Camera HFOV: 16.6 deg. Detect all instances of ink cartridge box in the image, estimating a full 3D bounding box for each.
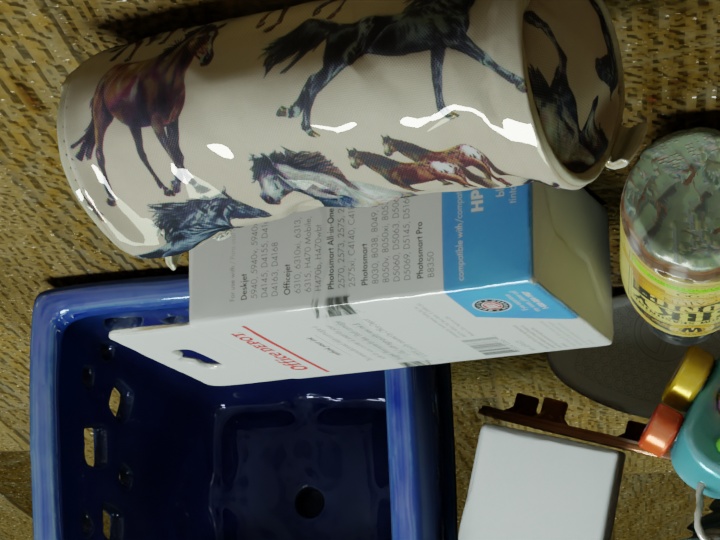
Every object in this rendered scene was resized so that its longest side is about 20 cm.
[{"bbox_3d":[0.000,0.000,1.091,0.200,0.067,0.116,-7,163,21],"label":"ink cartridge box"}]

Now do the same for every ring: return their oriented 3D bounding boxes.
[{"bbox_3d":[0.160,0.090,1.278,0.200,0.019,0.200,14,177,1],"label":"ring"}]

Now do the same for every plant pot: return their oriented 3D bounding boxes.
[{"bbox_3d":[-0.047,0.112,1.265,0.200,0.200,0.180,-4,169,14],"label":"plant pot"}]

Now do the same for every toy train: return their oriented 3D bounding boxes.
[{"bbox_3d":[0.229,0.074,1.108,0.200,0.150,0.056,-15,154,-23],"label":"toy train"}]

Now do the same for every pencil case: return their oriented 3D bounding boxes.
[{"bbox_3d":[-0.004,-0.054,0.876,0.200,0.078,0.089,-8,141,27],"label":"pencil case"}]

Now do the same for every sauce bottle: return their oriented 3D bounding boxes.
[{"bbox_3d":[0.145,-0.007,1.076,0.065,0.065,0.200,-2,166,7],"label":"sauce bottle"}]

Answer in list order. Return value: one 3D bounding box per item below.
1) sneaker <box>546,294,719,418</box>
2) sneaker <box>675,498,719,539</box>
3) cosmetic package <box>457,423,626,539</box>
[{"bbox_3d":[0.182,0.058,1.288,0.200,0.071,0.099,1,161,-16],"label":"sneaker"},{"bbox_3d":[0.183,0.145,1.211,0.131,0.080,0.200,-42,167,-19],"label":"sneaker"},{"bbox_3d":[0.093,0.135,1.269,0.071,0.101,0.200,11,178,8],"label":"cosmetic package"}]
